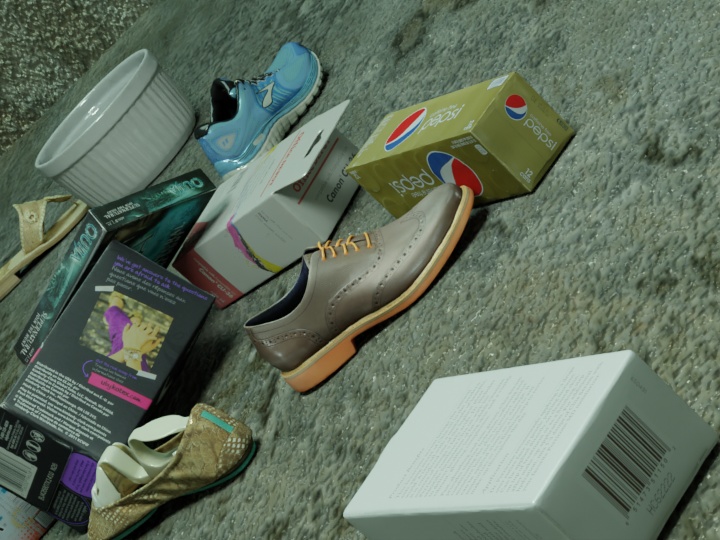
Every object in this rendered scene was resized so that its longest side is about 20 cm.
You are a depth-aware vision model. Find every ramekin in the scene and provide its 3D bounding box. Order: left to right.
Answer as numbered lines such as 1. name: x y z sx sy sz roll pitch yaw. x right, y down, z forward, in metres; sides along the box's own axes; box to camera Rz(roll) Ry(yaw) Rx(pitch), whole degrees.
1. ramekin: -0.292 -0.164 2.626 0.200 0.105 0.200 -41 18 16

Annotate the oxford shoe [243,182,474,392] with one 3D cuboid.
1. oxford shoe: 0.000 0.000 1.587 0.200 0.073 0.071 -45 17 6

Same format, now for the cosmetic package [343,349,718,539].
1. cosmetic package: 0.085 0.109 1.132 0.101 0.071 0.200 -54 18 -22

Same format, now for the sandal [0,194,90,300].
1. sandal: -0.426 -0.052 2.754 0.212 0.070 0.078 -46 17 1

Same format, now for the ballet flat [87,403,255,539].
1. ballet flat: -0.160 0.150 1.645 0.200 0.065 0.071 -34 20 37

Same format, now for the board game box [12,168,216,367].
1. board game box: -0.219 -0.001 1.905 0.135 0.028 0.200 -25 -22 -44

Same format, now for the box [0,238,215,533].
1. box: -0.219 0.095 1.792 0.200 0.106 0.122 -60 0 -40

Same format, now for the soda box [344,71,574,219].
1. soda box: 0.072 -0.090 1.631 0.064 0.068 0.200 -53 18 -21

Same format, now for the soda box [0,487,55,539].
1. soda box: -0.343 0.250 1.865 0.200 0.064 0.068 -49 17 -11

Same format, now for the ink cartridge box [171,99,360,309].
1. ink cartridge box: -0.067 -0.059 1.900 0.200 0.067 0.117 -32 22 45

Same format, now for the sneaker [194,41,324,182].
1. sneaker: -0.108 -0.180 2.237 0.078 0.090 0.200 -29 23 44
